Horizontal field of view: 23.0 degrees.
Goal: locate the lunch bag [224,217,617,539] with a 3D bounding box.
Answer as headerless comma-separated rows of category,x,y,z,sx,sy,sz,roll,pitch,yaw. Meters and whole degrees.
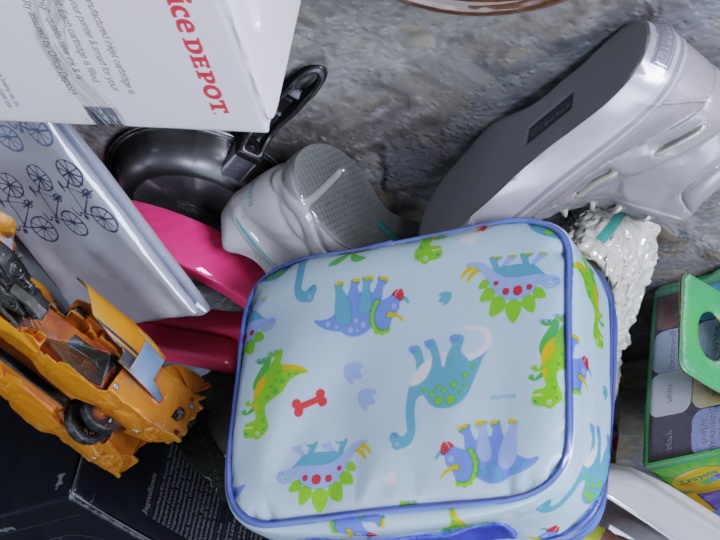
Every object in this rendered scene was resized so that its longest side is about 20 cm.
lunch bag,0.030,0.068,0.903,0.198,0.163,0.082,-10,150,25

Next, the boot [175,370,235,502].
boot,-0.048,0.074,1.135,0.068,0.130,0.200,49,-177,-8

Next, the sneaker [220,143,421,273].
sneaker,0.000,0.000,1.021,0.080,0.071,0.200,-20,136,33

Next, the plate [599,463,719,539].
plate,0.194,0.166,1.061,0.198,0.033,0.200,32,170,-7

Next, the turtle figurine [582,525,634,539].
turtle figurine,0.079,0.141,1.009,0.160,0.200,0.065,28,102,-2

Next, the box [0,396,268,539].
box,-0.190,0.170,1.295,0.199,0.125,0.196,-18,140,38

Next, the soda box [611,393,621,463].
soda box,0.068,0.097,1.163,0.198,0.064,0.068,-3,146,20

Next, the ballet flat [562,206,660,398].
ballet flat,0.118,0.043,1.014,0.071,0.072,0.202,10,130,1

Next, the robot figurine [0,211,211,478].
robot figurine,-0.188,0.034,1.009,0.200,0.058,0.145,42,145,-12

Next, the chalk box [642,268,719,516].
chalk box,0.244,0.072,1.016,0.123,0.126,0.200,-15,141,36

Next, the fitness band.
fitness band,-0.136,0.004,1.073,0.198,0.038,0.144,8,149,29

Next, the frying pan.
frying pan,-0.064,-0.052,1.004,0.188,0.031,0.115,-12,142,37

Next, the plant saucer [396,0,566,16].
plant saucer,0.046,-0.175,0.773,0.198,0.035,0.201,8,149,5

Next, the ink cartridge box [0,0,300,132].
ink cartridge box,-0.140,-0.143,0.824,0.197,0.085,0.145,3,148,16

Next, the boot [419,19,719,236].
boot,0.120,-0.044,0.914,0.095,0.074,0.200,32,142,-20

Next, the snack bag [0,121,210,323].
snack bag,-0.203,-0.032,1.010,0.199,0.021,0.189,-9,127,43
